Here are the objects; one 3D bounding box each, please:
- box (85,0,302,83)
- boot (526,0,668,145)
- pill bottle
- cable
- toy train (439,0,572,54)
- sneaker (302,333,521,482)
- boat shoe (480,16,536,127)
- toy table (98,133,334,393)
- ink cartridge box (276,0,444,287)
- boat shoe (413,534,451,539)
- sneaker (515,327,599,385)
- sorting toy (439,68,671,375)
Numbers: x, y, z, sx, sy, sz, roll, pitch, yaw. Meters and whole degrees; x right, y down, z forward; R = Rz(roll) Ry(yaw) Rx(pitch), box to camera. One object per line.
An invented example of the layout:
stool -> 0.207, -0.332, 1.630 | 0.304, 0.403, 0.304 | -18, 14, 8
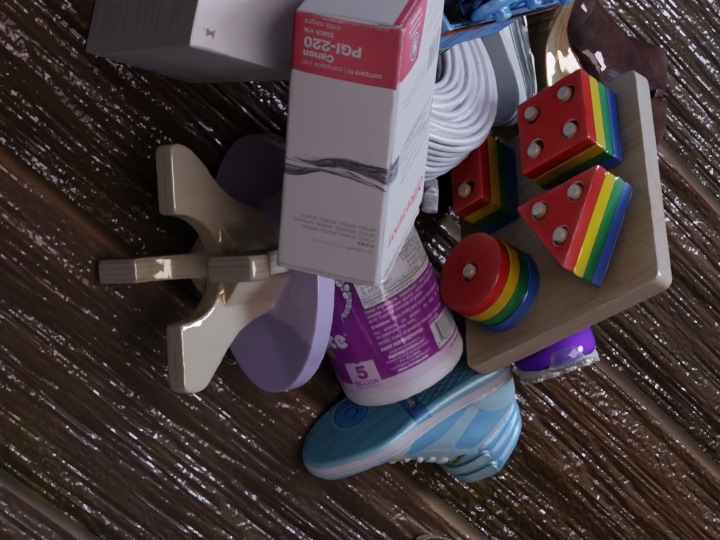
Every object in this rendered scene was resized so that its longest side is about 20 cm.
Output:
box -> -0.114, -0.212, 1.360 | 0.097, 0.199, 0.126 | 13, 88, -30
boot -> 0.212, -0.208, 1.644 | 0.165, 0.072, 0.203 | -1, 93, -42
pill bottle -> 0.000, 0.000, 1.496 | 0.112, 0.112, 0.202 | -32, 109, -24
cable -> 0.025, -0.171, 1.472 | 0.200, 0.069, 0.201 | 40, 41, -22
toy train -> 0.095, -0.227, 1.441 | 0.199, 0.114, 0.087 | -24, 86, -53
sneaker -> 0.055, 0.150, 1.565 | 0.199, 0.080, 0.131 | -27, 130, -5
boat shoe -> 0.106, -0.223, 1.573 | 0.064, 0.070, 0.202 | -16, 95, -61
toy table -> -0.103, -0.002, 1.409 | 0.116, 0.183, 0.202 | -7, 83, -45
ink cartridge box -> 0.002, -0.112, 1.311 | 0.146, 0.084, 0.202 | -61, 158, -58
boat shoe -> 0.118, 0.308, 1.618 | 0.200, 0.070, 0.071 | 45, 74, -24
sneaker -> 0.150, 0.028, 1.555 | 0.069, 0.200, 0.100 | -18, 102, 3
sorting toy -> 0.144, -0.047, 1.482 | 0.069, 0.199, 0.201 | 26, 49, -37
